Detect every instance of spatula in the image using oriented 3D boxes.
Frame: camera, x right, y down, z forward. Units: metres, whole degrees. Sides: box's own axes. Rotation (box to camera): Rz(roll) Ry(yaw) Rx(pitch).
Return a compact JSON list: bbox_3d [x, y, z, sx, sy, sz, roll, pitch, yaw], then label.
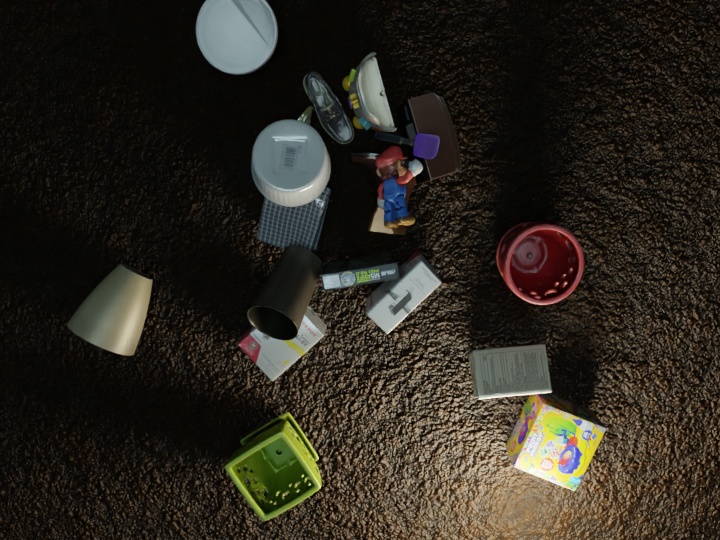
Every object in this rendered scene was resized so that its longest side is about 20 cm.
[{"bbox_3d":[0.108,-0.314,1.541,0.199,0.020,0.057,23,111,42],"label":"spatula"}]

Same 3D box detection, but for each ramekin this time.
[{"bbox_3d":[-0.169,-0.263,1.523,0.197,0.098,0.204,0,83,-3],"label":"ramekin"},{"bbox_3d":[-0.297,-0.586,1.564,0.199,0.094,0.206,0,102,1],"label":"ramekin"}]

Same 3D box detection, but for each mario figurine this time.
[{"bbox_3d":[0.098,-0.210,1.581,0.121,0.106,0.204,-5,85,5],"label":"mario figurine"}]

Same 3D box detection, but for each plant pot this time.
[{"bbox_3d":[0.451,-0.032,1.629,0.197,0.183,0.204,0,103,1],"label":"plant pot"},{"bbox_3d":[-0.641,0.093,1.683,0.186,0.187,0.202,29,87,-6],"label":"plant pot"},{"bbox_3d":[-0.232,0.528,1.757,0.198,0.182,0.201,-31,101,7],"label":"plant pot"}]

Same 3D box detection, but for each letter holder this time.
[{"bbox_3d":[0.192,-0.337,1.587,0.140,0.100,0.203,-18,96,-13],"label":"letter holder"}]

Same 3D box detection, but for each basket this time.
[{"bbox_3d":[-0.182,0.051,1.600,0.135,0.181,0.202,27,60,-6],"label":"basket"}]

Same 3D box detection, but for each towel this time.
[{"bbox_3d":[-0.176,-0.139,1.636,0.163,0.086,0.202,16,121,-3],"label":"towel"}]

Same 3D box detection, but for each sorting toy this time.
[{"bbox_3d":[0.017,-0.427,1.550,0.105,0.180,0.203,-16,101,4],"label":"sorting toy"}]

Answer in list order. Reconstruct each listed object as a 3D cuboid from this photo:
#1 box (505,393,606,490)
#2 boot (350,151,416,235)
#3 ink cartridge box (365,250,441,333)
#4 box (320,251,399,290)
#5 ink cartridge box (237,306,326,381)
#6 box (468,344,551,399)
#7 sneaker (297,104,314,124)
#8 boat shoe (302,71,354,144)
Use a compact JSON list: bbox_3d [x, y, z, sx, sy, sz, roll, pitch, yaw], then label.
[{"bbox_3d":[0.539,0.467,1.767,0.190,0.122,0.203,21,102,-3],"label":"box"},{"bbox_3d":[0.047,-0.203,1.661,0.185,0.069,0.203,10,101,-13],"label":"boot"},{"bbox_3d":[0.110,0.055,1.671,0.200,0.144,0.084,-43,99,9],"label":"ink cartridge box"},{"bbox_3d":[0.000,0.000,1.653,0.197,0.160,0.045,-9,101,2],"label":"box"},{"bbox_3d":[-0.212,0.176,1.731,0.200,0.083,0.145,-41,99,8],"label":"ink cartridge box"},{"bbox_3d":[0.402,0.276,1.716,0.196,0.109,0.130,-5,79,2],"label":"box"},{"bbox_3d":[-0.135,-0.322,1.632,0.087,0.077,0.203,14,110,-4],"label":"sneaker"},{"bbox_3d":[-0.083,-0.413,1.613,0.071,0.065,0.202,-29,101,5],"label":"boat shoe"}]
